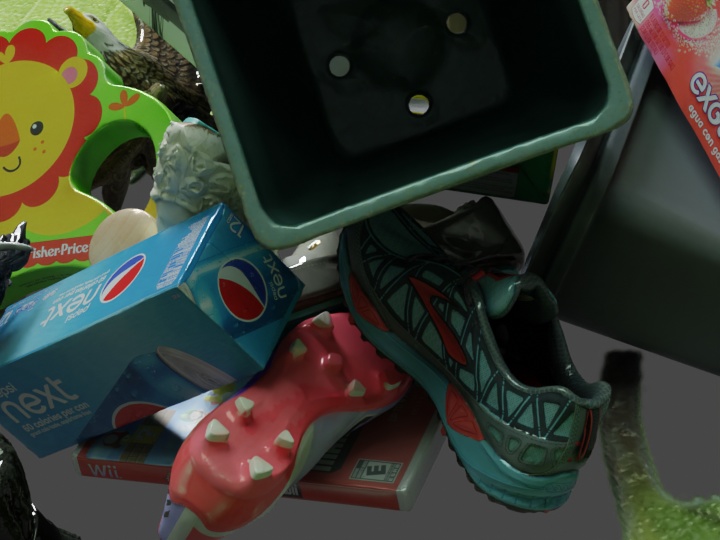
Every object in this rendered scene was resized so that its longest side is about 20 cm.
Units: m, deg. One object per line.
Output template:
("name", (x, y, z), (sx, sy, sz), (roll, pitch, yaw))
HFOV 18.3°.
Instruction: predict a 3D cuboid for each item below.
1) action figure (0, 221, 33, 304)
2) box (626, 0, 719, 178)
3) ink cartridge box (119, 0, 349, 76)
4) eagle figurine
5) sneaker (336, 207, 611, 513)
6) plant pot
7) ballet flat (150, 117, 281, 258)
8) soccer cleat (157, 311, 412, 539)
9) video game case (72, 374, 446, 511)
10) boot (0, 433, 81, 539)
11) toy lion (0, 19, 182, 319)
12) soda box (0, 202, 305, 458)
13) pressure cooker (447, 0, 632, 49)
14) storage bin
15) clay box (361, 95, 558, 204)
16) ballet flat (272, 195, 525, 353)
("action figure", (-0.255, 0.021, 1.240), (0.102, 0.200, 0.119), (36, 51, -10))
("box", (0.243, -0.094, 1.197), (0.102, 0.095, 0.201), (4, 50, -39))
("ink cartridge box", (-0.059, -0.192, 1.387), (0.145, 0.084, 0.200), (-19, 41, -29))
("eagle figurine", (-0.144, -0.130, 1.469), (0.151, 0.152, 0.200), (-7, 31, 1))
("sneaker", (0.066, 0.025, 1.171), (0.079, 0.096, 0.200), (-11, 53, -42))
("plant pot", (0.017, -0.129, 1.173), (0.195, 0.197, 0.200), (-20, -3, 3))
("ballet flat", (-0.080, -0.015, 1.230), (0.071, 0.200, 0.072), (-2, 70, 5))
("soccer cleat", (-0.038, 0.081, 1.174), (0.067, 0.077, 0.200), (42, 35, 7))
("video game case", (-0.044, 0.074, 1.253), (0.199, 0.018, 0.143), (4, 36, 21))
("boot", (-0.138, 0.142, 1.047), (0.210, 0.159, 0.080), (-1, 34, 14))
("toy lion", (-0.189, -0.064, 1.362), (0.199, 0.069, 0.193), (-5, 67, 23))
("soda box", (-0.125, 0.036, 1.200), (0.200, 0.068, 0.064), (-23, 31, 43))
("pressure cooker", (0.115, -0.237, 1.434), (0.175, 0.201, 0.179), (8, 30, 21))
("storage bin", (0.175, -0.028, 1.257), (0.134, 0.146, 0.200), (25, 39, 3))
("clay box", (0.055, -0.088, 1.377), (0.114, 0.048, 0.200), (8, 11, -2))
("ballet flat", (0.000, 0.000, 1.269), (0.199, 0.067, 0.064), (-14, 69, -27))
